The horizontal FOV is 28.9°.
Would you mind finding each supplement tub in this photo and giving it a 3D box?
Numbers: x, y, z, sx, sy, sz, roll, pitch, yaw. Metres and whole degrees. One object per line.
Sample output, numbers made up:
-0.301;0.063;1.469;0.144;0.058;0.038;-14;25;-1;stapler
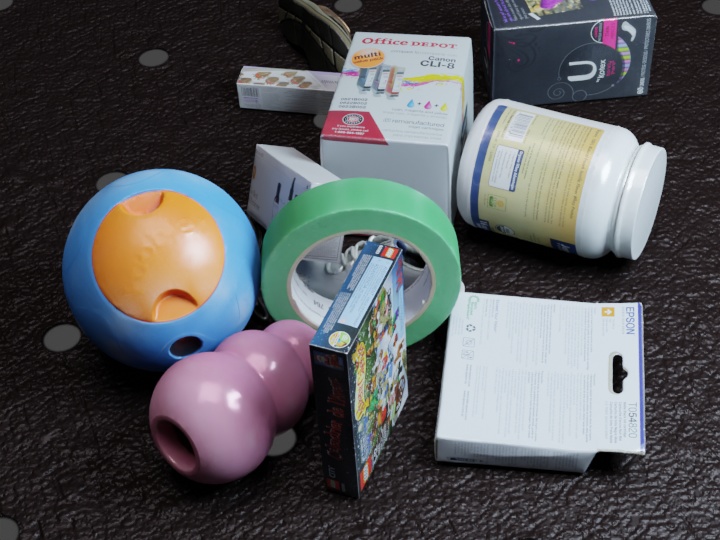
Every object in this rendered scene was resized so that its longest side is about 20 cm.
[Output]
0.217;-0.096;1.508;0.198;0.145;0.145;17;48;21;supplement tub

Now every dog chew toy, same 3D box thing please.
-0.107;0.115;1.342;0.124;0.126;0.200;28;45;29;dog chew toy

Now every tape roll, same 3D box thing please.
0.000;0.000;1.388;0.198;0.202;0.048;-4;43;0;tape roll

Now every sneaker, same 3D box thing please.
0.010;-0.003;1.472;0.197;0.088;0.075;-2;46;4;sneaker

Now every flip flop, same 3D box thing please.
-0.045;-0.302;1.800;0.057;0.082;0.200;-10;37;-27;flip flop

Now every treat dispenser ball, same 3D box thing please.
-0.198;0.000;1.403;0.198;0.202;0.202;-2;44;2;treat dispenser ball

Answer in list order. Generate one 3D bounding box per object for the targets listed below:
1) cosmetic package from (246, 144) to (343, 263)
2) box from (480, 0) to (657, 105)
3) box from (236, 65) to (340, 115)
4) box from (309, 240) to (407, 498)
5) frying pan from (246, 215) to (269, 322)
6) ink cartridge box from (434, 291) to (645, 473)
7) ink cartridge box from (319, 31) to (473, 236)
-0.070;-0.075;1.495;0.050;0.084;0.200;6;13;-22;cosmetic package
0.251;-0.284;1.714;0.197;0.123;0.107;-6;45;-1;box
-0.054;-0.220;1.733;0.197;0.042;0.039;5;45;11;box
0.002;0.094;1.291;0.037;0.201;0.137;13;47;17;box
-0.163;-0.011;1.539;0.113;0.031;0.191;-7;41;-2;frying pan
0.179;0.108;1.377;0.197;0.041;0.201;4;45;8;ink cartridge box
0.046;-0.154;1.582;0.143;0.146;0.201;5;44;10;ink cartridge box
